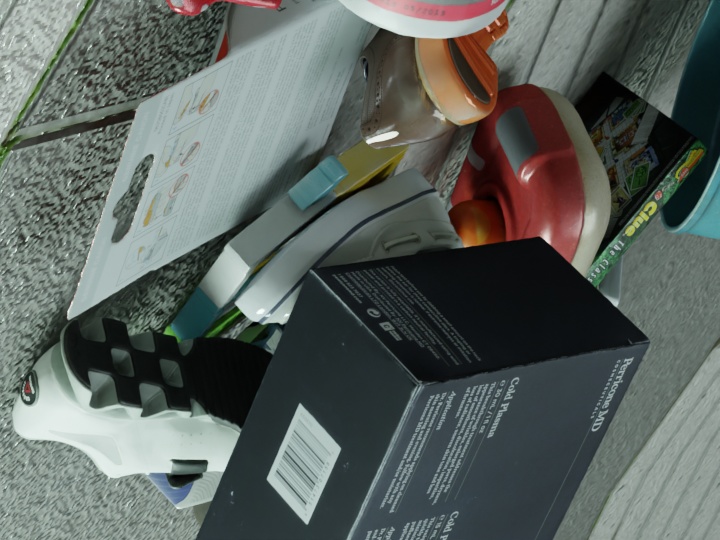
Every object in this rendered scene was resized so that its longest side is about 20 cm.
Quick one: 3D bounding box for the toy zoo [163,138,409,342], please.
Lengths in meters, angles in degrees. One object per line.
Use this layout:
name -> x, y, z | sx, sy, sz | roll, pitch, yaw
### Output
toy zoo -> -0.044, -0.016, 1.703 | 0.131, 0.020, 0.200 | -38, 174, -30

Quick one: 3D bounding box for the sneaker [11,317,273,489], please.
sneaker -> -0.109, 0.084, 1.697 | 0.200, 0.074, 0.089 | 19, 135, -33

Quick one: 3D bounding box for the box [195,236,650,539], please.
box -> 0.033, 0.097, 1.654 | 0.182, 0.104, 0.200 | -7, 132, -42

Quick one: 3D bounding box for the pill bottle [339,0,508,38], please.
pill bottle -> 0.050, -0.224, 1.493 | 0.111, 0.111, 0.200 | -31, 153, -40

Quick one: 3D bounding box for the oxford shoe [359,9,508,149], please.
oxford shoe -> 0.032, -0.132, 1.621 | 0.073, 0.071, 0.200 | -28, -158, 21

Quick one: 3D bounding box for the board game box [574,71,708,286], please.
board game box -> 0.136, -0.032, 2.007 | 0.200, 0.105, 0.023 | -50, 140, 1

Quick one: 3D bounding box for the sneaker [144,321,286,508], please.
sneaker -> -0.049, 0.065, 1.804 | 0.199, 0.081, 0.115 | -39, 177, 2

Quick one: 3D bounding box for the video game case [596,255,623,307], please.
video game case -> 0.157, 0.018, 2.097 | 0.200, 0.017, 0.143 | -77, -174, -56

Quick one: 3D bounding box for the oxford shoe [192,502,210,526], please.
oxford shoe -> -0.040, 0.092, 1.915 | 0.200, 0.071, 0.071 | -58, 165, 19

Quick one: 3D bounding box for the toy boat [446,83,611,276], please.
toy boat -> 0.069, -0.021, 1.906 | 0.131, 0.131, 0.200 | -2, 136, -22

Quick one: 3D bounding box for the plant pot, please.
plant pot -> 0.326, -0.099, 2.042 | 0.200, 0.188, 0.200 | -165, -90, -84

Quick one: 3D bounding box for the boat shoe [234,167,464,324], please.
boat shoe -> 0.000, 0.000, 1.670 | 0.072, 0.066, 0.200 | -43, 174, 26

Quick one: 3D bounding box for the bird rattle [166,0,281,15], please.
bird rattle -> -0.071, -0.210, 1.348 | 0.200, 0.113, 0.163 | -44, 151, 22

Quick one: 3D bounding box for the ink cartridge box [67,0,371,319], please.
ink cartridge box -> -0.081, -0.079, 1.564 | 0.200, 0.057, 0.163 | -27, 150, -41
